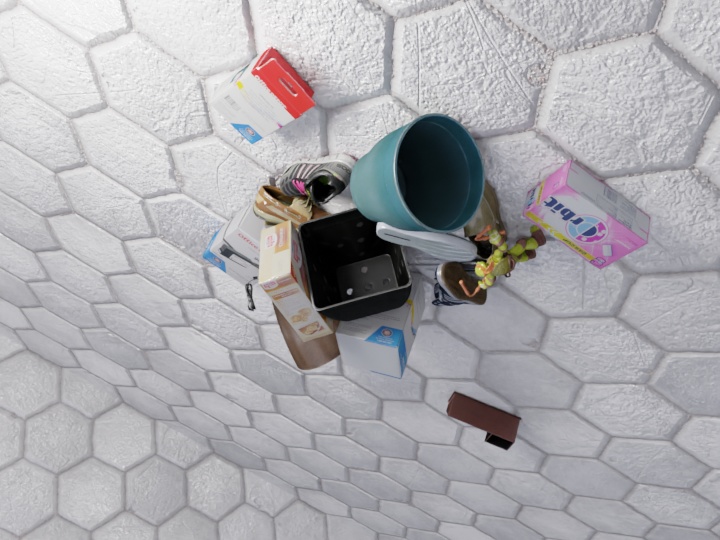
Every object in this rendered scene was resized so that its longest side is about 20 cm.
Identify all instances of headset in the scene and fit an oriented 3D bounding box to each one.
[{"bbox_3d":[-0.167,0.038,1.654,0.199,0.095,0.124,-7,175,3],"label":"headset"}]

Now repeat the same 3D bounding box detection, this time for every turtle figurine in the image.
[{"bbox_3d":[0.275,-0.028,1.351,0.064,0.161,0.201,48,153,34],"label":"turtle figurine"}]

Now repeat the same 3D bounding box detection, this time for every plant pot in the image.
[{"bbox_3d":[0.000,0.000,1.495,0.198,0.201,0.178,-15,155,4],"label":"plant pot"},{"bbox_3d":[0.084,-0.161,1.272,0.200,0.201,0.188,43,156,-26],"label":"plant pot"},{"bbox_3d":[-0.134,0.111,1.787,0.186,0.187,0.201,-14,116,42],"label":"plant pot"}]

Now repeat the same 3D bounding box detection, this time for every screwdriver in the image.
[{"bbox_3d":[0.178,-0.013,1.539,0.199,0.028,0.029,2,169,23],"label":"screwdriver"}]

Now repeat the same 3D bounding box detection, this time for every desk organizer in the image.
[{"bbox_3d":[0.333,0.417,1.981,0.199,0.077,0.072,22,146,3],"label":"desk organizer"}]

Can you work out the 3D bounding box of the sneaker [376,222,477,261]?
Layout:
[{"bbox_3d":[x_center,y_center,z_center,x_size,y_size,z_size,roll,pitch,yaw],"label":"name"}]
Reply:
[{"bbox_3d":[0.133,-0.077,1.380,0.199,0.071,0.073,19,155,5],"label":"sneaker"}]

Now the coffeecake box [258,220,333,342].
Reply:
[{"bbox_3d":[-0.131,0.023,1.476,0.073,0.154,0.200,-19,134,14],"label":"coffeecake box"}]

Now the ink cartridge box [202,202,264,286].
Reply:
[{"bbox_3d":[-0.262,-0.055,1.698,0.144,0.084,0.200,36,143,-19],"label":"ink cartridge box"}]

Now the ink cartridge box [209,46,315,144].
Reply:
[{"bbox_3d":[-0.169,-0.322,1.301,0.199,0.067,0.116,-17,129,44],"label":"ink cartridge box"}]

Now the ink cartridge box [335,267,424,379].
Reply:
[{"bbox_3d":[0.051,0.113,1.635,0.146,0.201,0.145,12,146,17],"label":"ink cartridge box"}]

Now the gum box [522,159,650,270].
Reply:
[{"bbox_3d":[0.403,-0.092,1.268,0.199,0.066,0.113,32,144,-12],"label":"gum box"}]

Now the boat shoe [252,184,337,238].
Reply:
[{"bbox_3d":[-0.133,-0.128,1.535,0.199,0.076,0.074,16,126,0],"label":"boat shoe"}]

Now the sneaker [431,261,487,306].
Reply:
[{"bbox_3d":[0.181,0.033,1.525,0.108,0.071,0.200,0,164,35],"label":"sneaker"}]

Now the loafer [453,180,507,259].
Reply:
[{"bbox_3d":[0.227,-0.099,1.363,0.076,0.068,0.200,-5,136,35],"label":"loafer"}]

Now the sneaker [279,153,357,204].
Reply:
[{"bbox_3d":[-0.096,-0.175,1.437,0.199,0.088,0.074,-7,135,38],"label":"sneaker"}]

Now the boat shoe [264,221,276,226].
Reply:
[{"bbox_3d":[-0.137,-0.061,1.633,0.200,0.074,0.063,28,159,-23],"label":"boat shoe"}]

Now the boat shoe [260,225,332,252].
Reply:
[{"bbox_3d":[-0.130,-0.056,1.570,0.199,0.072,0.062,7,113,-29],"label":"boat shoe"}]
